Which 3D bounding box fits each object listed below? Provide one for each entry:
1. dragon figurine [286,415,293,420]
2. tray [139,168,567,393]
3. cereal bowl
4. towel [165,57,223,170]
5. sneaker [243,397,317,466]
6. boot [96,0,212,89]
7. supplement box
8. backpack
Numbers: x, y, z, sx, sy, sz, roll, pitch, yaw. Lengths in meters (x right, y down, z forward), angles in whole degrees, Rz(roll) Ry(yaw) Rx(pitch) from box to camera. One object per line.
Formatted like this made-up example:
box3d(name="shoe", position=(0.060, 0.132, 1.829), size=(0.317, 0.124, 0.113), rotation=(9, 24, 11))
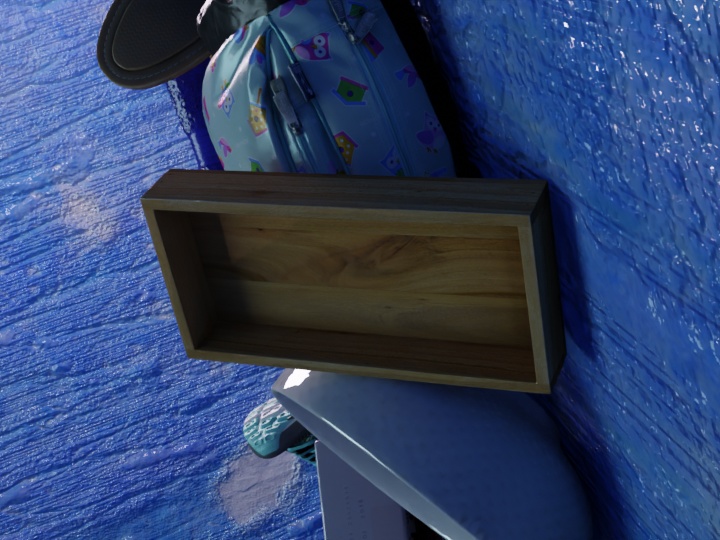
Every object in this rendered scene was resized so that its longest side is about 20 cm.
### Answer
box3d(name="dragon figurine", position=(-0.053, 0.027, 0.861), size=(0.059, 0.100, 0.200), rotation=(-6, 132, 48))
box3d(name="tray", position=(-0.004, 0.002, 0.626), size=(0.037, 0.199, 0.099), rotation=(-57, -37, -50))
box3d(name="cereal bowl", position=(0.051, 0.097, 0.715), size=(0.200, 0.083, 0.200), rotation=(37, 171, 7))
box3d(name="towel", position=(-0.074, -0.128, 1.003), size=(0.049, 0.147, 0.201), rotation=(-11, 101, 52))
box3d(name="sneaker", position=(-0.034, 0.142, 1.137), size=(0.091, 0.077, 0.200), rotation=(66, -157, 0))
box3d(name="boot", position=(-0.103, -0.175, 0.887), size=(0.077, 0.200, 0.155), rotation=(32, 161, 3))
box3d(name="supplement box", position=(0.024, 0.177, 0.930), size=(0.200, 0.061, 0.109), rotation=(37, -134, -75))
box3d(name="backpack", position=(-0.015, -0.077, 0.715), size=(0.167, 0.126, 0.201), rotation=(175, 71, -79))
